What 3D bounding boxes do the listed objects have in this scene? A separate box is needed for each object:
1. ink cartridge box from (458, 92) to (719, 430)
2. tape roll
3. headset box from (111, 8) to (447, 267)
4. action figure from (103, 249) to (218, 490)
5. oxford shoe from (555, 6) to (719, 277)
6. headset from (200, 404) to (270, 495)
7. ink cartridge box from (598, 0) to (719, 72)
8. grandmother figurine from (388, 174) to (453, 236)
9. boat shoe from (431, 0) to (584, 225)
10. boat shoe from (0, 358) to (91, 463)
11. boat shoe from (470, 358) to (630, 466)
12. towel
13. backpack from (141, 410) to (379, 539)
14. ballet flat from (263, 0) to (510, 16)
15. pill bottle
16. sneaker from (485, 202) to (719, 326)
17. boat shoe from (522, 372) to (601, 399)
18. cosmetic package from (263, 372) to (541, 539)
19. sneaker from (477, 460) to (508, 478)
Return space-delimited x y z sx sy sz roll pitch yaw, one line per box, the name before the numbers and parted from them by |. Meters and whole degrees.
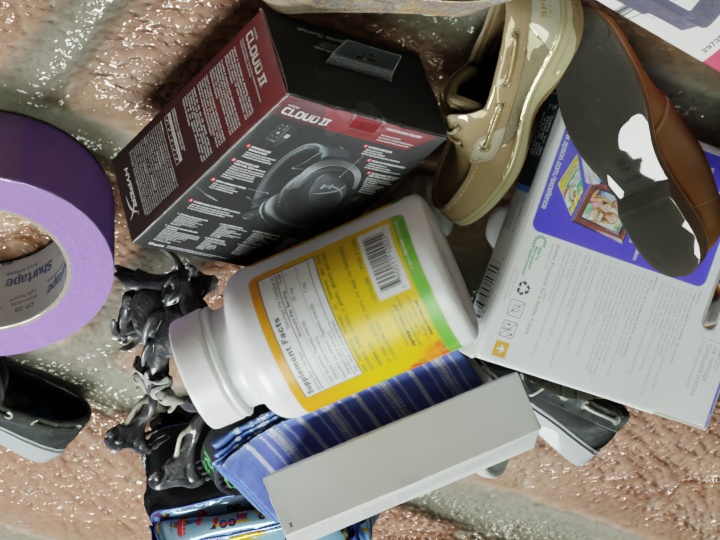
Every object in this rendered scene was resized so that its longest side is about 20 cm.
ink cartridge box | 0.192 -0.005 1.710 0.199 0.043 0.200 18 94 -22
tape roll | -0.276 -0.024 1.714 0.198 0.066 0.201 -2 140 -2
headset box | -0.051 -0.089 1.626 0.148 0.078 0.200 11 139 -41
action figure | -0.135 0.059 1.786 0.118 0.102 0.201 28 125 23
oxford shoe | 0.194 -0.098 1.647 0.071 0.071 0.201 -9 114 44
headset | -0.025 0.108 1.794 0.199 0.094 0.124 -36 154 -6
ink cartridge box | 0.220 -0.223 1.509 0.199 0.085 0.145 24 132 -30
grandmother figurine | 0.000 0.000 1.779 0.121 0.061 0.200 -3 147 -48
boat shoe | 0.084 -0.116 1.634 0.064 0.072 0.201 6 130 -24
boat shoe | -0.295 0.088 1.850 0.057 0.069 0.199 -38 136 23
boat shoe | 0.135 0.077 1.863 0.068 0.074 0.199 -41 115 17
towel | -0.002 0.120 1.759 0.199 0.024 0.145 -26 148 6
backpack | -0.070 0.202 1.949 0.181 0.135 0.200 -11 144 11
ballet flat | 0.025 -0.195 1.552 0.198 0.069 0.067 3 159 0
pill bottle | -0.027 0.035 1.658 0.199 0.112 0.111 -23 137 8
sneaker | 0.179 -0.004 1.773 0.199 0.077 0.079 19 91 -19
boat shoe | 0.184 0.054 1.830 0.199 0.074 0.076 17 125 -37
cosmetic package | 0.030 0.138 1.731 0.199 0.051 0.083 -22 169 -5
sneaker | 0.056 0.114 1.917 0.098 0.071 0.200 7 164 26
